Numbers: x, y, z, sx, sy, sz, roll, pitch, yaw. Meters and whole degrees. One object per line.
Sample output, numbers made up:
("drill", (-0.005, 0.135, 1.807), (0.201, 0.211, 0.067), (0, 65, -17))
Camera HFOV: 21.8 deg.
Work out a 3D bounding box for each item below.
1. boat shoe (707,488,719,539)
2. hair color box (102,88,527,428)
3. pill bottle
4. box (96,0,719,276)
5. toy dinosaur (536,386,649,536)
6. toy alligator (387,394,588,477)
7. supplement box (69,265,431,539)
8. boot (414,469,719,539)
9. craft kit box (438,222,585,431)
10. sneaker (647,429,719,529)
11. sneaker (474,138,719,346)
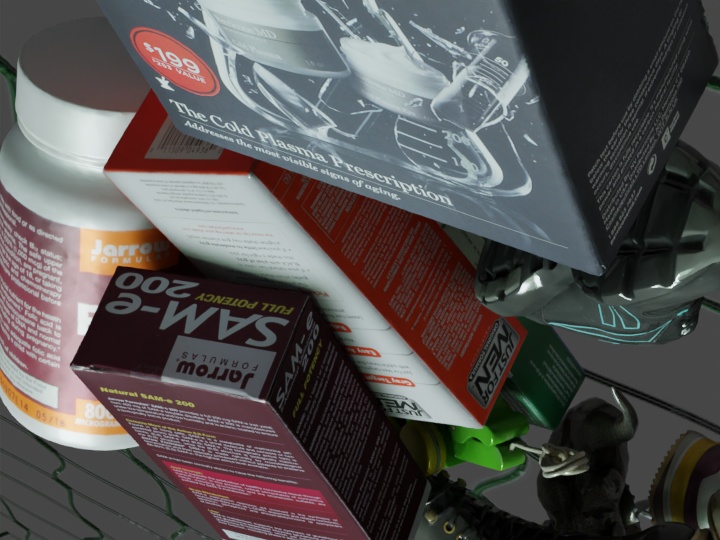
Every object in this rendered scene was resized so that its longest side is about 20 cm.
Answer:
("boat shoe", (0.266, 0.158, 0.923), (0.200, 0.072, 0.068), (36, 119, -12))
("hair color box", (-0.017, -0.007, 0.875), (0.101, 0.061, 0.200), (5, 147, 42))
("pill bottle", (-0.128, -0.018, 0.951), (0.114, 0.114, 0.201), (23, 127, 21))
("box", (0.003, -0.112, 0.647), (0.199, 0.104, 0.182), (20, 157, 29))
("toy dinosaur", (0.128, 0.122, 1.065), (0.077, 0.103, 0.200), (-6, 134, 11))
("toy alligator", (0.054, 0.077, 0.995), (0.200, 0.059, 0.055), (-5, 99, 60))
("supplement box", (-0.048, 0.079, 0.924), (0.108, 0.061, 0.200), (8, 152, 25))
("boot", (0.083, 0.146, 0.981), (0.138, 0.077, 0.200), (47, 138, 1))
("craft kit box", (0.000, 0.000, 1.025), (0.197, 0.049, 0.200), (17, 156, 42))
("sneaker", (0.231, 0.168, 1.038), (0.090, 0.075, 0.200), (20, 159, 42))
("sneaker", (0.122, -0.008, 0.803), (0.079, 0.076, 0.200), (22, 170, -17))
